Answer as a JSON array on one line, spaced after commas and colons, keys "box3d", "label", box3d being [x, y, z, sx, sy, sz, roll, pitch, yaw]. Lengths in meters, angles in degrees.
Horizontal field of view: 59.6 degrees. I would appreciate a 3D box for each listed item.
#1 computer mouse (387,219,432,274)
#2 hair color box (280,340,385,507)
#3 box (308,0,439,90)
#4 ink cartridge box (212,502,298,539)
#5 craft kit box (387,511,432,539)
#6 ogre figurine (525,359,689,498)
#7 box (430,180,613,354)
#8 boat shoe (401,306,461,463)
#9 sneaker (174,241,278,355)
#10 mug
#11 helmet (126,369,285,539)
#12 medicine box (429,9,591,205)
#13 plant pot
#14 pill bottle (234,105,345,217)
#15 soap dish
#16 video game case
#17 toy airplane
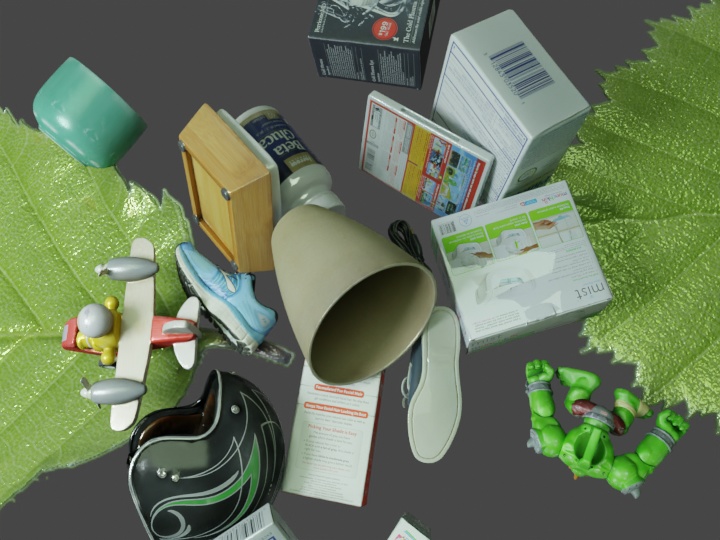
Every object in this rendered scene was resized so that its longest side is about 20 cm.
[{"box3d": [0.000, 0.000, 0.919, 0.196, 0.044, 0.112, -19, 72, 0], "label": "computer mouse"}, {"box3d": [-0.031, 0.201, 0.846, 0.108, 0.064, 0.204, 7, 74, 9], "label": "hair color box"}, {"box3d": [0.029, -0.417, 1.020, 0.178, 0.104, 0.204, 9, 73, 11], "label": "box"}, {"box3d": [-0.137, 0.402, 0.739, 0.194, 0.043, 0.202, -32, 112, -5], "label": "ink cartridge box"}, {"box3d": [0.012, 0.374, 0.713, 0.048, 0.201, 0.199, 30, 76, 15], "label": "craft kit box"}, {"box3d": [0.293, 0.199, 0.794, 0.198, 0.098, 0.121, 30, 65, 3], "label": "ogre figurine"}, {"box3d": [0.214, -0.002, 0.867, 0.196, 0.097, 0.180, -17, 71, 0], "label": "box"}, {"box3d": [0.093, 0.151, 0.847, 0.073, 0.062, 0.205, 3, 80, -9], "label": "boat shoe"}, {"box3d": [-0.198, 0.030, 0.929, 0.090, 0.079, 0.200, -37, 74, -26], "label": "sneaker"}, {"box3d": [-0.433, -0.235, 1.002, 0.151, 0.185, 0.115, 40, 81, -8], "label": "mug"}, {"box3d": [-0.185, 0.235, 0.787, 0.188, 0.201, 0.203, -21, 70, -19], "label": "helmet"}, {"box3d": [0.195, -0.211, 0.876, 0.102, 0.201, 0.184, -27, 70, -14], "label": "medicine box"}, {"box3d": [-0.032, 0.007, 0.811, 0.186, 0.188, 0.201, -36, 53, -6], "label": "plant pot"}, {"box3d": [-0.111, -0.139, 0.941, 0.110, 0.111, 0.201, -38, 72, -7], "label": "pill bottle"}, {"box3d": [-0.180, -0.104, 0.881, 0.080, 0.202, 0.157, -31, 62, -26], "label": "soap dish"}, {"box3d": [0.087, -0.156, 0.910, 0.198, 0.144, 0.017, 33, 56, 16], "label": "video game case"}, {"box3d": [-0.316, 0.082, 0.855, 0.200, 0.141, 0.200, -48, 61, 2], "label": "toy airplane"}]
